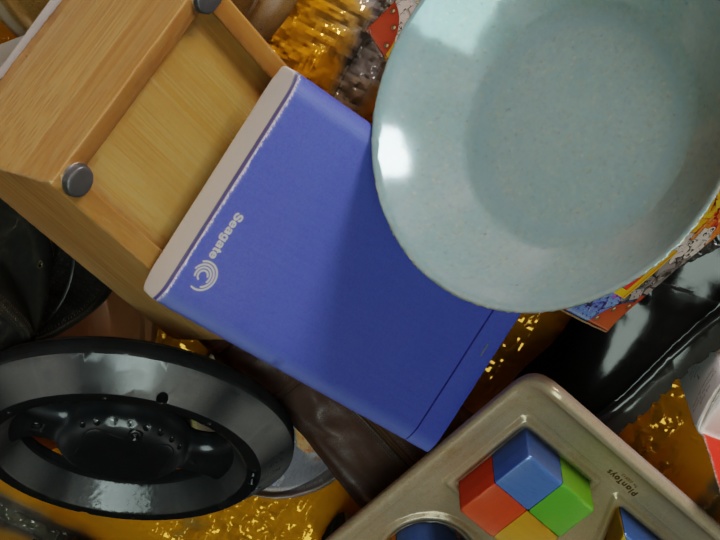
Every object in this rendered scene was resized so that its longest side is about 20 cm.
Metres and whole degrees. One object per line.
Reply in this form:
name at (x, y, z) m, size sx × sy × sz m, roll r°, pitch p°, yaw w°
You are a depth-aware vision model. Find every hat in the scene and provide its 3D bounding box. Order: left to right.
hat at (-0.220, 0.000, 0.906) m, size 0.199 × 0.081 × 0.201 m, roll -2°, pitch 136°, yaw -2°

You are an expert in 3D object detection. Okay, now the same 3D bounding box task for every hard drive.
hard drive at (0.000, 0.000, 0.879) m, size 0.199 × 0.025 × 0.132 m, roll 32°, pitch 92°, yaw -35°

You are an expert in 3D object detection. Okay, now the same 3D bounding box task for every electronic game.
electronic game at (-0.137, 0.093, 0.964) m, size 0.198 × 0.042 × 0.201 m, roll 2°, pitch 147°, yaw 2°

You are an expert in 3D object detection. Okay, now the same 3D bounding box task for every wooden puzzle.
wooden puzzle at (0.095, 0.173, 0.960) m, size 0.185 × 0.046 × 0.200 m, roll 40°, pitch 118°, yaw -20°

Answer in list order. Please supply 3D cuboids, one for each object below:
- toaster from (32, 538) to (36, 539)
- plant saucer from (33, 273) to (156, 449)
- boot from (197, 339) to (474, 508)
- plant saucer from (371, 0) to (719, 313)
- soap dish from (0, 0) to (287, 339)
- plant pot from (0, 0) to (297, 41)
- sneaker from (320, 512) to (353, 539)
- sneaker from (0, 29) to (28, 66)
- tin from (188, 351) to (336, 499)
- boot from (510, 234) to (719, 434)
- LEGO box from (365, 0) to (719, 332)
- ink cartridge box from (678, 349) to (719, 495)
toaster at (-0.175, 0.276, 1.079) m, size 0.200 × 0.114 × 0.129 m, roll 39°, pitch 111°, yaw -17°
plant saucer at (-0.225, 0.028, 1.013) m, size 0.198 × 0.038 × 0.202 m, roll 1°, pitch 113°, yaw 1°
boot at (0.028, 0.048, 0.965) m, size 0.186 × 0.064 × 0.200 m, roll -37°, pitch 108°, yaw 22°
plant saucer at (0.098, -0.074, 0.798) m, size 0.201 × 0.202 × 0.039 m, roll -42°, pitch 146°, yaw 17°
soap dish at (-0.095, -0.065, 0.871) m, size 0.158 × 0.081 × 0.200 m, roll -54°, pitch 139°, yaw -9°
plant pot at (-0.125, -0.180, 0.899) m, size 0.198 × 0.028 × 0.201 m, roll 1°, pitch 128°, yaw 1°
sneaker at (0.019, 0.253, 1.040) m, size 0.090 × 0.202 × 0.078 m, roll 11°, pitch 156°, yaw -19°
sneaker at (-0.206, -0.079, 0.939) m, size 0.199 × 0.077 × 0.081 m, roll -7°, pitch 147°, yaw 24°
tin at (-0.031, 0.048, 1.018) m, size 0.111 × 0.042 × 0.201 m, roll 26°, pitch 111°, yaw -14°
boot at (0.131, -0.002, 0.970) m, size 0.211 × 0.080 × 0.158 m, roll -40°, pitch 108°, yaw 14°
LEGO box at (0.116, -0.096, 0.865) m, size 0.149 × 0.201 × 0.077 m, roll -42°, pitch 147°, yaw 16°
ink cartridge box at (0.289, 0.109, 0.964) m, size 0.199 × 0.174 × 0.044 m, roll 20°, pitch 113°, yaw -8°
